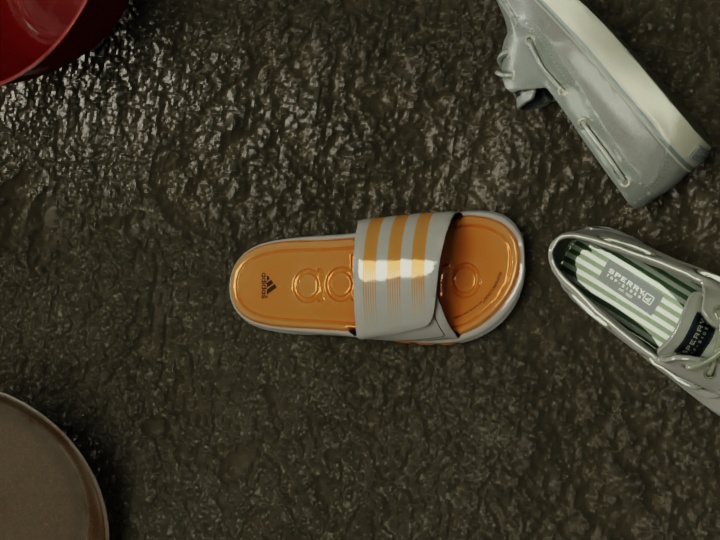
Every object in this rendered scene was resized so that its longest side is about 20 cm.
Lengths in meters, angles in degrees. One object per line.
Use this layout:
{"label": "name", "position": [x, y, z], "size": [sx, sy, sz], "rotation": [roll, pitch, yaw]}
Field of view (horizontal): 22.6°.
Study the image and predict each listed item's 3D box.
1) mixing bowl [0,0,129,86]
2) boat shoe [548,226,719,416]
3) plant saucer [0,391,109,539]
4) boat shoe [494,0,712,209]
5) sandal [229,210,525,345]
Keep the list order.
{"label": "mixing bowl", "position": [-0.222, -0.212, 1.197], "size": [0.198, 0.108, 0.202], "rotation": [-1, 87, 26]}
{"label": "boat shoe", "position": [0.187, 0.038, 0.999], "size": [0.199, 0.067, 0.074], "rotation": [26, 98, 25]}
{"label": "plant saucer", "position": [-0.260, 0.163, 1.195], "size": [0.198, 0.032, 0.202], "rotation": [2, 108, 6]}
{"label": "boat shoe", "position": [0.114, -0.120, 1.044], "size": [0.072, 0.070, 0.201], "rotation": [-44, 72, 14]}
{"label": "sandal", "position": [0.000, 0.009, 1.098], "size": [0.205, 0.059, 0.080], "rotation": [-6, 84, 26]}
